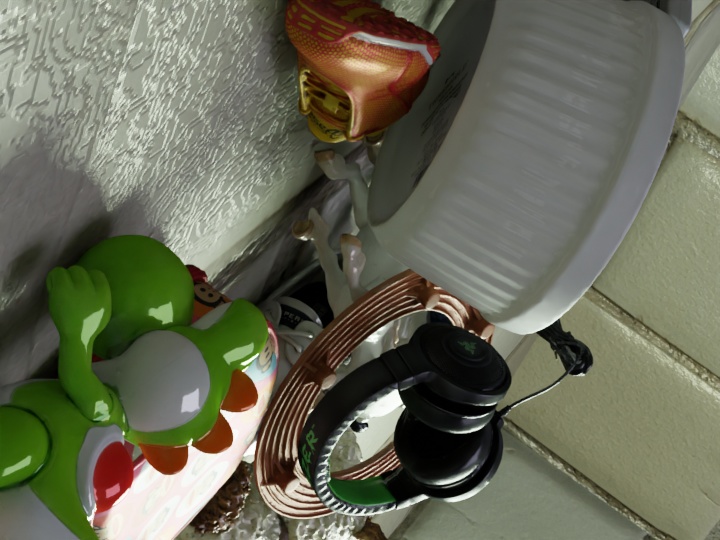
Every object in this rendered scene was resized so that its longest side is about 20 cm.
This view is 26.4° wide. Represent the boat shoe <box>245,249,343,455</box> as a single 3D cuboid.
[{"bbox_3d":[-0.051,0.050,1.048,0.200,0.072,0.066,-43,160,-51],"label":"boat shoe"}]

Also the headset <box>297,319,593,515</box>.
[{"bbox_3d":[0.051,0.077,0.949,0.200,0.094,0.124,-18,138,-18],"label":"headset"}]

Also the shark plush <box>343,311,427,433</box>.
[{"bbox_3d":[0.017,0.062,1.106,0.200,0.091,0.083,101,-15,-58],"label":"shark plush"}]

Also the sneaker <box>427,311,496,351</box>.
[{"bbox_3d":[0.052,0.044,1.151,0.085,0.200,0.077,-5,111,-35],"label":"sneaker"}]

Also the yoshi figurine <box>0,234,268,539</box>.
[{"bbox_3d":[-0.137,0.050,0.685,0.200,0.112,0.112,-31,117,-33],"label":"yoshi figurine"}]

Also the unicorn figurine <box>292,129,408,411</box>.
[{"bbox_3d":[0.000,0.000,0.964,0.200,0.074,0.137,-56,143,-24],"label":"unicorn figurine"}]

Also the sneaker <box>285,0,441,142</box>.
[{"bbox_3d":[0.000,-0.100,0.793,0.077,0.073,0.200,-59,169,5],"label":"sneaker"}]

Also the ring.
[{"bbox_3d":[0.016,0.081,0.972,0.200,0.019,0.201,-31,144,-26],"label":"ring"}]

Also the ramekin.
[{"bbox_3d":[0.084,-0.076,0.862,0.200,0.105,0.200,-59,-165,26],"label":"ramekin"}]

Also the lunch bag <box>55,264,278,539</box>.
[{"bbox_3d":[-0.130,0.107,0.844,0.176,0.082,0.200,-48,168,-31],"label":"lunch bag"}]

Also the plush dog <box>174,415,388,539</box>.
[{"bbox_3d":[-0.079,0.204,1.263,0.171,0.161,0.200,-17,149,-28],"label":"plush dog"}]

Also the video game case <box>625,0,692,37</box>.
[{"bbox_3d":[0.150,-0.109,0.977,0.200,0.018,0.143,-57,-172,34],"label":"video game case"}]
